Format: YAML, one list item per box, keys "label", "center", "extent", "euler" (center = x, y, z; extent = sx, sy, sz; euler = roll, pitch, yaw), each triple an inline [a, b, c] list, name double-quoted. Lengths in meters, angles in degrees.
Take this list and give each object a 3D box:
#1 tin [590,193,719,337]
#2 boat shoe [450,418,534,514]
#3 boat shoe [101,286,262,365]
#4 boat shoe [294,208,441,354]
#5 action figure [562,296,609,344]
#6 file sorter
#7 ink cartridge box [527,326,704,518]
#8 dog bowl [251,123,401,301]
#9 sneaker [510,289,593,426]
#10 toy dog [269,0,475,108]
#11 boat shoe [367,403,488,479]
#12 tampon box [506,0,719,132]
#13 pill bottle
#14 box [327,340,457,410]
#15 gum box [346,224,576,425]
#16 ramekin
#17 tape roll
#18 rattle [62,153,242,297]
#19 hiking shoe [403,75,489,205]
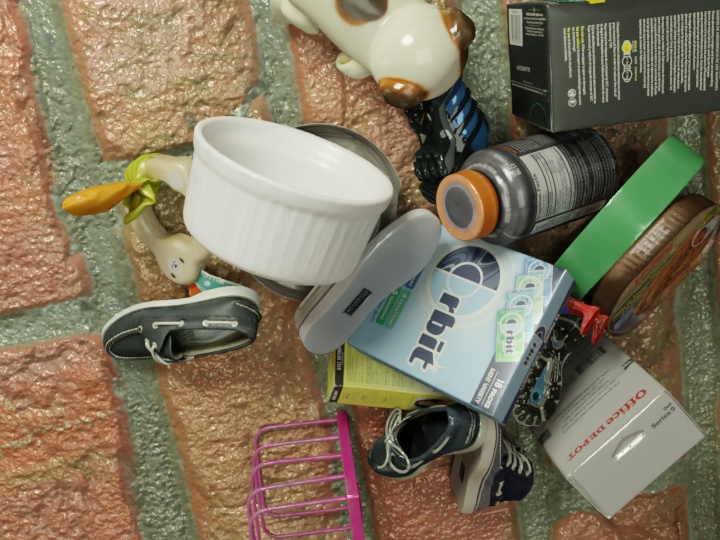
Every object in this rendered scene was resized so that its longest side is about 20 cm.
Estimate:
- label: "tin"
  center: [0.348, -0.007, 1.036]
  extent: [0.200, 0.042, 0.112]
  euler: [-44, 149, -6]
- label: "boat shoe"
  center: [0.168, 0.224, 1.072]
  extent: [0.092, 0.075, 0.200]
  euler: [-8, 141, -10]
- label: "boat shoe"
  center: [-0.205, 0.071, 0.982]
  extent: [0.199, 0.061, 0.076]
  euler: [-19, 139, 19]
- label: "boat shoe"
  center: [0.000, 0.000, 0.954]
  extent: [0.200, 0.065, 0.074]
  euler: [-42, 131, 7]
- label: "action figure"
  center: [0.167, 0.043, 0.998]
  extent: [0.099, 0.200, 0.065]
  euler: [-57, 144, -1]
- label: "file sorter"
  center: [-0.062, 0.276, 1.018]
  extent: [0.125, 0.200, 0.140]
  euler: [-7, 107, -3]
- label: "ink cartridge box"
  center: [0.280, 0.171, 1.031]
  extent: [0.146, 0.200, 0.084]
  euler: [-44, 107, 6]
- label: "dog bowl"
  center: [-0.050, -0.068, 0.994]
  extent: [0.199, 0.059, 0.201]
  euler: [-2, 106, -8]
- label: "sneaker"
  center: [0.208, 0.083, 1.060]
  extent: [0.078, 0.090, 0.201]
  euler: [31, 79, -25]
- label: "toy dog"
  center: [0.023, -0.255, 0.869]
  extent: [0.200, 0.194, 0.140]
  euler: [44, 88, 6]
- label: "boat shoe"
  center: [0.063, 0.199, 1.030]
  extent: [0.062, 0.200, 0.075]
  euler: [15, 64, -32]
- label: "tampon box"
  center: [0.274, -0.231, 0.942]
  extent: [0.199, 0.150, 0.127]
  euler: [-8, 107, -6]
- label: "pill bottle"
  center: [0.177, -0.090, 0.952]
  extent: [0.199, 0.106, 0.107]
  euler: [-18, 110, -33]
- label: "box"
  center: [0.062, 0.124, 1.051]
  extent: [0.199, 0.076, 0.050]
  euler: [6, 146, -9]
- label: "gum box"
  center: [0.106, 0.048, 0.962]
  extent: [0.170, 0.199, 0.045]
  euler: [-61, 145, -8]
- label: "ramekin"
  center: [-0.076, -0.068, 0.862]
  extent: [0.199, 0.201, 0.098]
  euler: [16, 111, -12]
- label: "tape roll"
  center: [0.291, -0.057, 0.968]
  extent: [0.048, 0.200, 0.201]
  euler: [43, 97, 11]
- label: "rattle"
  center: [-0.211, -0.013, 0.940]
  extent: [0.129, 0.143, 0.201]
  euler: [-1, 116, 14]
- label: "hiking shoe"
  center: [0.100, -0.176, 0.988]
  extent: [0.086, 0.074, 0.201]
  euler: [-14, 106, -31]
